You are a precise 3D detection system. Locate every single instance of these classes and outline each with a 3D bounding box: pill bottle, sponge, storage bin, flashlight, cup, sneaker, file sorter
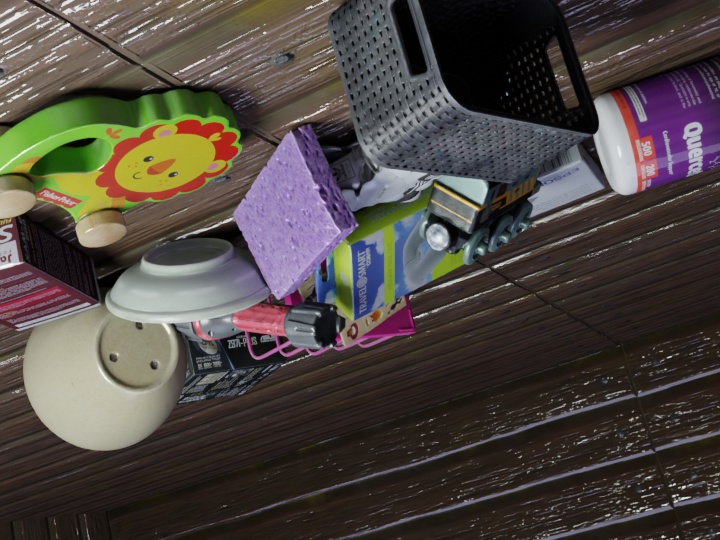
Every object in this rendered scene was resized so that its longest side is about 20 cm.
[{"bbox_3d":[0.356,-0.161,1.071,0.197,0.114,0.112,-17,164,7],"label":"pill bottle"},{"bbox_3d":[-0.072,-0.054,1.031,0.030,0.113,0.200,-22,170,-30],"label":"sponge"},{"bbox_3d":[0.084,-0.155,0.785,0.198,0.137,0.093,1,158,-45],"label":"storage bin"},{"bbox_3d":[-0.120,0.056,1.131,0.198,0.068,0.068,5,146,34],"label":"flashlight"},{"bbox_3d":[-0.287,0.105,1.186,0.198,0.203,0.143,-6,168,-31],"label":"cup"},{"bbox_3d":[0.018,-0.110,0.994,0.113,0.076,0.200,-14,168,-15],"label":"sneaker"},{"bbox_3d":[-0.050,0.037,1.327,0.198,0.141,0.125,-1,163,-41],"label":"file sorter"}]

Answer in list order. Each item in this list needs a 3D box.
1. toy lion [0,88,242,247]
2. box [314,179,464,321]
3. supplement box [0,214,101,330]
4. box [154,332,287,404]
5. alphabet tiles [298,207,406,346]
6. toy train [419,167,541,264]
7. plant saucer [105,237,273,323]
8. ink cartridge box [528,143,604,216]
[{"bbox_3d":[-0.205,-0.100,0.862,0.190,0.069,0.200,-28,161,17],"label":"toy lion"},{"bbox_3d":[0.039,-0.026,1.167,0.198,0.048,0.123,-27,137,-24],"label":"box"},{"bbox_3d":[-0.365,0.005,1.054,0.107,0.062,0.200,-17,165,3],"label":"supplement box"},{"bbox_3d":[-0.235,0.146,1.619,0.162,0.087,0.200,-6,162,-30],"label":"box"},{"bbox_3d":[0.000,0.000,1.196,0.166,0.008,0.201,-34,138,-17],"label":"alphabet tiles"},{"bbox_3d":[0.139,-0.084,1.082,0.199,0.085,0.115,-28,144,-50],"label":"toy train"},{"bbox_3d":[-0.193,0.002,1.134,0.197,0.051,0.200,-4,-161,1],"label":"plant saucer"},{"bbox_3d":[0.212,-0.097,1.291,0.197,0.041,0.199,-21,163,21],"label":"ink cartridge box"}]
